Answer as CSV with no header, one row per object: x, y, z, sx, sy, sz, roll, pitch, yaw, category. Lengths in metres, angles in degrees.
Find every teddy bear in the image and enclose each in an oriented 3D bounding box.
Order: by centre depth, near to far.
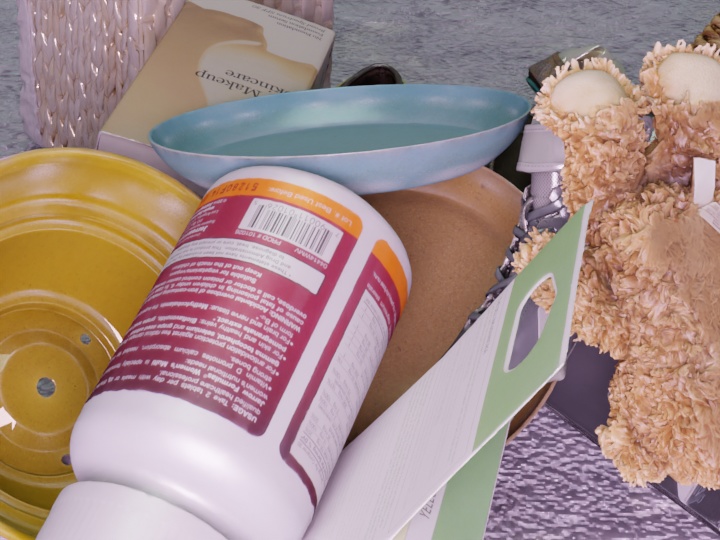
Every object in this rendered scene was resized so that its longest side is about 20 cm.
0.138,-0.004,0.641,0.145,0.201,0.067,-29,5,-22,teddy bear

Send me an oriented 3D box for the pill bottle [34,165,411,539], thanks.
-0.058,0.060,0.621,0.109,0.110,0.201,11,54,20,pill bottle

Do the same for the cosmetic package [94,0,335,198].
-0.089,-0.092,0.881,0.105,0.071,0.200,17,37,-1,cosmetic package

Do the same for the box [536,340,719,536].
0.169,0.027,0.725,0.158,0.050,0.200,-51,41,-1,box

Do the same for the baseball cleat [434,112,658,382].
0.085,-0.009,0.685,0.200,0.107,0.070,-40,19,-17,baseball cleat

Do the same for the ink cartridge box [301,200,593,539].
0.037,0.079,0.572,0.048,0.200,0.146,40,28,-8,ink cartridge box

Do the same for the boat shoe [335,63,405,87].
-0.013,-0.097,1.052,0.071,0.061,0.201,8,28,14,boat shoe

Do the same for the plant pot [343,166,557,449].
0.013,0.026,0.752,0.199,0.028,0.201,-4,61,6,plant pot

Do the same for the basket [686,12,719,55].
0.348,-0.137,0.994,0.142,0.149,0.200,34,10,-30,basket

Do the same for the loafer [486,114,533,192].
0.102,-0.070,0.987,0.071,0.073,0.200,7,29,12,loafer

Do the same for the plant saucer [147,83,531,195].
-0.010,-0.068,0.741,0.199,0.028,0.200,-4,15,1,plant saucer

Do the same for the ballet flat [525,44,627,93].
0.176,-0.140,1.105,0.068,0.067,0.200,42,14,-14,ballet flat

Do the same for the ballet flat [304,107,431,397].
0.000,0.000,0.827,0.067,0.072,0.201,-11,60,-18,ballet flat

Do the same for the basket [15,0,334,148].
-0.137,-0.181,1.074,0.198,0.201,0.161,-22,40,-37,basket

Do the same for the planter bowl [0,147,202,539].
-0.141,0.048,0.692,0.200,0.201,0.083,-22,-4,-38,planter bowl

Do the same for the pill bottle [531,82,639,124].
0.188,-0.048,0.885,0.108,0.109,0.200,-11,35,-21,pill bottle
